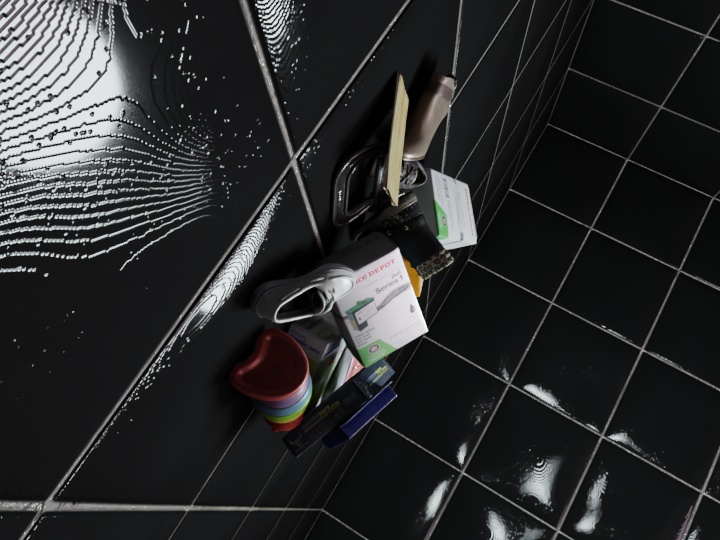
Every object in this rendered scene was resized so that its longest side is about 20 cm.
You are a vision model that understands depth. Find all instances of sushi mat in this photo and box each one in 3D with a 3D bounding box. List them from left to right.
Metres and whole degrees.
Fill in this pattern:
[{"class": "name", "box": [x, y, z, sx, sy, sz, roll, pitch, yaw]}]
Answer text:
[{"class": "sushi mat", "box": [0.059, -0.212, 1.023, 0.096, 0.012, 0.200, 51, 44, -73]}]

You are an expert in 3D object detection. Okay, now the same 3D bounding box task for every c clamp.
[{"class": "c clamp", "box": [0.012, -0.151, 1.066, 0.171, 0.027, 0.200, -37, 157, -18]}]

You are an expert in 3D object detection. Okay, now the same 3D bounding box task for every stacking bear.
[{"class": "stacking bear", "box": [-0.138, 0.211, 1.072, 0.121, 0.114, 0.200, -53, 161, -30]}]

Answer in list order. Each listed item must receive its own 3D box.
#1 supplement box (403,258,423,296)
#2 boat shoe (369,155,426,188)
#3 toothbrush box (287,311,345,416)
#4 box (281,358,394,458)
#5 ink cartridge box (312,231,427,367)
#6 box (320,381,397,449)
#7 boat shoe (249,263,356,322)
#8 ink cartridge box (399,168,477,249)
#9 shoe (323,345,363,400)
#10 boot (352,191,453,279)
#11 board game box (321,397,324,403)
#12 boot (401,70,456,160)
[{"class": "supplement box", "box": [0.126, -0.057, 1.464, 0.126, 0.073, 0.200, 88, 14, -52]}, {"class": "boat shoe", "box": [0.079, -0.190, 1.185, 0.072, 0.065, 0.200, -61, 164, 14]}, {"class": "toothbrush box", "box": [-0.107, 0.189, 1.228, 0.200, 0.086, 0.146, -67, 165, 17]}, {"class": "box", "box": [-0.040, 0.255, 1.187, 0.200, 0.051, 0.158, -44, 174, 22]}, {"class": "ink cartridge box", "box": [0.020, 0.052, 1.135, 0.146, 0.084, 0.200, -29, 123, -11]}, {"class": "box", "box": [-0.002, 0.272, 1.159, 0.121, 0.032, 0.200, -37, 171, -26]}, {"class": "boat shoe", "box": [-0.072, 0.038, 0.966, 0.200, 0.066, 0.072, -9, 121, -45]}, {"class": "ink cartridge box", "box": [0.171, -0.128, 1.366, 0.200, 0.084, 0.146, 7, 74, -57]}, {"class": "shoe", "box": [-0.006, 0.192, 1.309, 0.200, 0.091, 0.071, -70, -157, 9]}, {"class": "boot", "box": [0.075, -0.045, 1.173, 0.073, 0.154, 0.204, -35, -179, -33]}, {"class": "board game box", "box": [-0.069, 0.283, 1.458, 0.103, 0.105, 0.200, -29, 150, -34]}, {"class": "boot", "box": [0.118, -0.287, 1.132, 0.146, 0.070, 0.200, -66, 175, 28]}]
